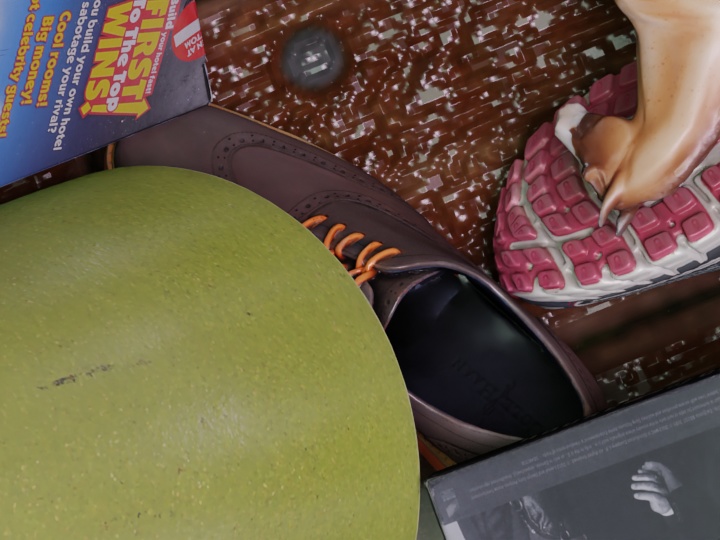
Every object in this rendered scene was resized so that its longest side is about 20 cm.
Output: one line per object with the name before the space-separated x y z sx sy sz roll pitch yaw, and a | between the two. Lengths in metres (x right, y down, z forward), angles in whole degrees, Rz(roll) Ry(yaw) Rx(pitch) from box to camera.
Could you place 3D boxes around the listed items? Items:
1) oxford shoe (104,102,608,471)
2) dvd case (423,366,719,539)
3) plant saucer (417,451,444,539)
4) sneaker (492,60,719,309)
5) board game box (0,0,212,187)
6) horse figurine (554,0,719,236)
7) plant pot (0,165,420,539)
oxford shoe | 0.000 0.000 0.848 0.200 0.073 0.071 34 76 13
dvd case | 0.120 0.129 0.771 0.150 0.025 0.201 -21 88 17
plant saucer | 0.021 0.153 0.890 0.199 0.034 0.201 0 94 6
sneaker | 0.136 -0.030 0.851 0.199 0.075 0.081 -20 49 16
board game box | -0.117 -0.101 0.791 0.062 0.199 0.201 33 116 31
horse figurine | 0.128 -0.117 0.830 0.199 0.050 0.133 -30 58 1
plant pot | -0.109 0.068 0.753 0.186 0.200 0.188 2 95 27
